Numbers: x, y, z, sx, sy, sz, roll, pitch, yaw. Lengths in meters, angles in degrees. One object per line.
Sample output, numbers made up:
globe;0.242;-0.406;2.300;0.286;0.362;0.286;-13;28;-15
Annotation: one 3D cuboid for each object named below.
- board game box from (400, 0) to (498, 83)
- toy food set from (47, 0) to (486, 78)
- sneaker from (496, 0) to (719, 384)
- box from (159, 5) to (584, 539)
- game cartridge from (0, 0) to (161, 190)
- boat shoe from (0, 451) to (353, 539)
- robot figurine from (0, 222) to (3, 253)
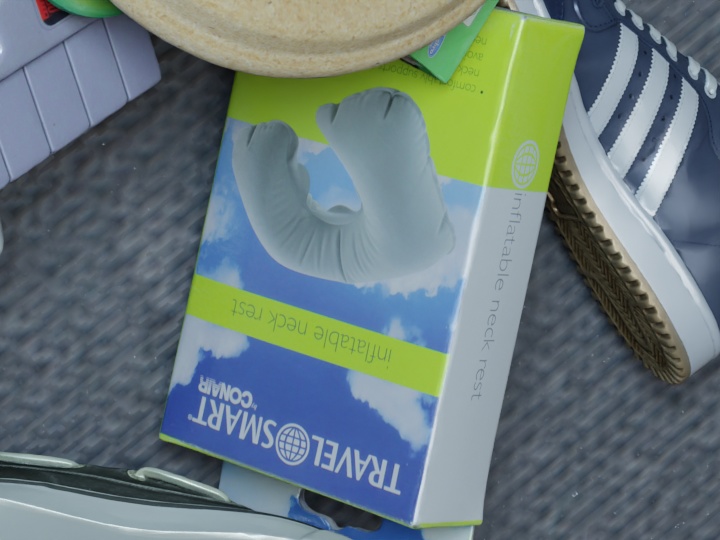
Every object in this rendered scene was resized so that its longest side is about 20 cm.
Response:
board game box;0.030;-0.177;0.962;0.200;0.134;0.029;-57;143;-2
toy food set;-0.022;-0.160;0.868;0.197;0.049;0.201;4;95;-25
sneaker;0.110;-0.069;1.039;0.108;0.070;0.200;-33;108;-12
box;0.000;0.000;0.987;0.048;0.122;0.201;4;100;-53
game cartridge;-0.130;-0.126;0.856;0.130;0.038;0.201;-37;119;-43
boat shoe;-0.064;0.102;0.997;0.199;0.064;0.071;16;111;-8
robot figurine;-0.193;-0.001;0.905;0.169;0.113;0.201;-31;134;-20
